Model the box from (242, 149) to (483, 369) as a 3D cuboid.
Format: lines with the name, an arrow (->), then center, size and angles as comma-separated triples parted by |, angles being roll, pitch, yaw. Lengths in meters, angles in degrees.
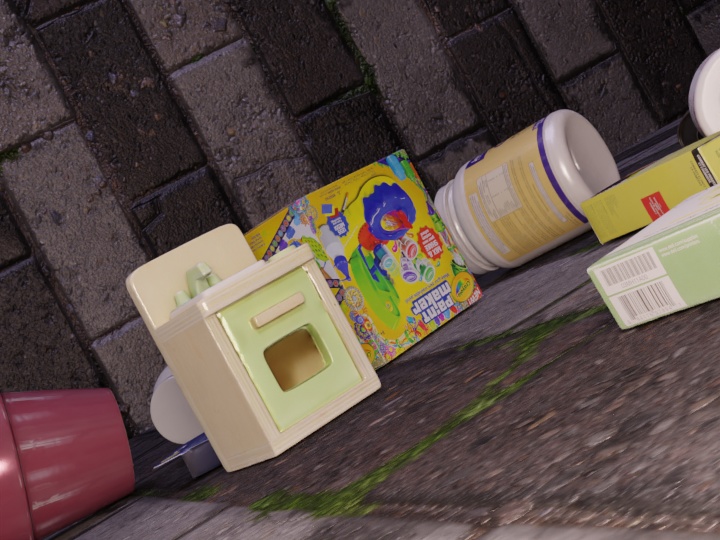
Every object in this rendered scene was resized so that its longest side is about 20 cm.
box -> 0.000, 0.000, 1.437 | 0.121, 0.194, 0.199 | -28, 2, 42

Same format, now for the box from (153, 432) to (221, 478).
box -> -0.105, 0.153, 1.311 | 0.198, 0.033, 0.121 | -28, 1, 9

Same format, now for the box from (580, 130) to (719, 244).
box -> 0.292, -0.081, 1.224 | 0.075, 0.051, 0.200 | -30, 1, -26

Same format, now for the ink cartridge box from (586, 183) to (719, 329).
ink cartridge box -> 0.241, -0.043, 0.733 | 0.199, 0.048, 0.145 | -33, 2, -32

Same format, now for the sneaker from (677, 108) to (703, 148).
sneaker -> 0.411, -0.169, 1.529 | 0.105, 0.075, 0.200 | -27, 1, -22

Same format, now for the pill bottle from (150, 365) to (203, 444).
pill bottle -> -0.198, 0.156, 1.640 | 0.111, 0.113, 0.200 | -29, 0, 9

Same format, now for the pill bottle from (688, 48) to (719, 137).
pill bottle -> 0.384, -0.171, 1.292 | 0.113, 0.114, 0.200 | -29, 1, 14

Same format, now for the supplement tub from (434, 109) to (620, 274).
supplement tub -> 0.204, -0.091, 1.599 | 0.199, 0.147, 0.145 | -28, 1, 34

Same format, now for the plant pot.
plant pot -> -0.365, 0.220, 1.517 | 0.177, 0.203, 0.200 | -13, -5, -19

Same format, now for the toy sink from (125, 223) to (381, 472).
toy sink -> -0.095, 0.053, 1.156 | 0.130, 0.202, 0.112 | -28, 0, -35
